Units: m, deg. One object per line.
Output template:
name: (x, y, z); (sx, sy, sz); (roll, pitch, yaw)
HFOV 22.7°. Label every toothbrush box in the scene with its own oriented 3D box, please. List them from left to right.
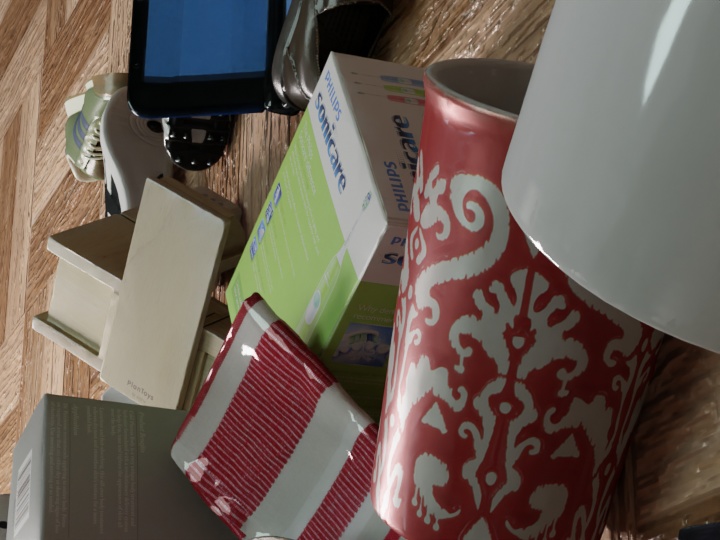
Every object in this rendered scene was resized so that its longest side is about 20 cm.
toothbrush box: (0.000, 0.000, 1.033); (0.146, 0.086, 0.200); (-107, 32, -44)

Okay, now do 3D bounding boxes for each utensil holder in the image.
utensil holder: (0.150, -0.091, 0.586); (0.170, 0.170, 0.200); (-115, 37, -55)

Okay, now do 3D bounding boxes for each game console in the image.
game console: (-0.085, -0.221, 1.293); (0.171, 0.118, 0.200); (141, 133, -60)

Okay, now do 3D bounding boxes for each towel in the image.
towel: (-0.023, 0.127, 0.986); (0.200, 0.023, 0.144); (48, 134, 19)

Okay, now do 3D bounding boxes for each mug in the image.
mug: (0.088, 0.017, 0.807); (0.133, 0.177, 0.200); (21, 110, 31)

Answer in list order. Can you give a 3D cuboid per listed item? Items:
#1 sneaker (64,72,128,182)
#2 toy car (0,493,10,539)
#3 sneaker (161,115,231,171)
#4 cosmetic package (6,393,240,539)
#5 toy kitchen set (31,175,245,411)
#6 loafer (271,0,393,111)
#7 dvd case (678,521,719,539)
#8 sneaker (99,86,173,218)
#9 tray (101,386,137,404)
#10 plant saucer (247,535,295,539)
sneaker: (-0.243, -0.133, 1.741); (0.200, 0.067, 0.090); (169, 101, -68)
toy car: (-0.249, 0.229, 1.417); (0.177, 0.200, 0.185); (-175, 93, -68)
sneaker: (-0.130, -0.188, 1.461); (0.091, 0.066, 0.200); (-130, 50, -59)
cosmetic package: (-0.109, 0.148, 1.101); (0.090, 0.200, 0.107); (128, 147, -48)
toy kitchen set: (-0.097, -0.004, 1.304); (0.200, 0.180, 0.163); (30, 119, 25)
loafer: (0.000, -0.189, 1.148); (0.071, 0.073, 0.200); (43, 127, 53)
dvd case: (0.160, 0.187, 0.654); (0.149, 0.016, 0.200); (149, 126, -64)
sneaker: (-0.208, -0.062, 1.600); (0.112, 0.073, 0.200); (122, 147, -42)
tray: (-0.138, 0.110, 1.377); (0.107, 0.022, 0.200); (-40, 28, 1)
plant saucer: (-0.016, 0.237, 0.970); (0.200, 0.034, 0.201); (19, 116, 47)
